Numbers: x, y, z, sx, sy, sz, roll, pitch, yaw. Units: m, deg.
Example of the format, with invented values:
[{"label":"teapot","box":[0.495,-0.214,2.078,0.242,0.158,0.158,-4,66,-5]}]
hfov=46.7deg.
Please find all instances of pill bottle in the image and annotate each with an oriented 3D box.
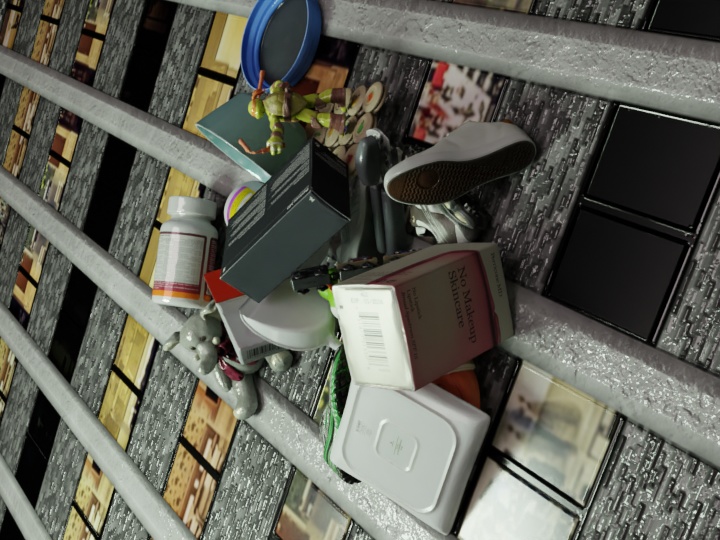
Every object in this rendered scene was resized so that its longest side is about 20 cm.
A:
[{"label":"pill bottle","box":[-0.136,-0.071,1.370,0.200,0.104,0.105,33,107,46]},{"label":"pill bottle","box":[-0.326,-0.033,1.565,0.109,0.109,0.202,0,82,47]}]

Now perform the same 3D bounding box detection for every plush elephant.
[{"label":"plush elephant","box":[-0.233,0.127,1.398,0.165,0.154,0.201,-46,52,31]}]

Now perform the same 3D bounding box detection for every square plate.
[{"label":"square plate","box":[0.052,0.224,1.081,0.197,0.028,0.201,27,119,24]}]

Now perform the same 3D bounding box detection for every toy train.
[{"label":"toy train","box":[0.000,0.000,1.172,0.046,0.198,0.034,-116,17,-70]}]

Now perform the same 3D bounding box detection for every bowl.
[{"label":"bowl","box":[-0.142,-0.416,1.493,0.200,0.039,0.202,-12,73,46]},{"label":"bowl","box":[-0.164,-0.220,1.389,0.105,0.201,0.200,-53,44,-4]}]

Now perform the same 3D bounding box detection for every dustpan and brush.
[{"label":"dustpan and brush","box":[-0.066,0.083,1.239,0.199,0.140,0.057,29,139,13]}]

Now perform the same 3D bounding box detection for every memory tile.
[{"label":"memory tile","box":[-0.030,-0.216,1.301,0.200,0.017,0.154,8,78,62]}]

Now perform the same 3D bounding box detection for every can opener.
[{"label":"can opener","box":[0.027,-0.105,1.170,0.053,0.066,0.201,35,145,47]}]

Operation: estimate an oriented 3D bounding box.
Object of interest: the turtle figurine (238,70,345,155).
[{"label":"turtle figurine","box":[-0.102,-0.253,1.266,0.065,0.160,0.201,92,178,-46]}]

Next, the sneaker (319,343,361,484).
[{"label":"sneaker","box":[-0.029,0.202,1.207,0.085,0.078,0.202,14,103,51]}]

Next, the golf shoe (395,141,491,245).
[{"label":"golf shoe","box":[0.090,-0.100,1.152,0.095,0.077,0.200,-54,47,25]}]

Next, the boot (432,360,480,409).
[{"label":"boot","box":[0.074,0.194,1.107,0.199,0.075,0.108,-29,69,31]}]

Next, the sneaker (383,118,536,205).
[{"label":"sneaker","box":[0.119,-0.144,1.078,0.085,0.199,0.073,-113,10,-45]}]

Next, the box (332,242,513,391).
[{"label":"box","box":[0.081,0.051,1.020,0.109,0.199,0.129,-2,105,47]}]

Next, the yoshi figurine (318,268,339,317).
[{"label":"yoshi figurine","box":[0.025,0.066,1.198,0.200,0.112,0.112,41,153,29]}]

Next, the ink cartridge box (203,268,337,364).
[{"label":"ink cartridge box","box":[-0.148,0.040,1.322,0.057,0.162,0.201,97,150,-52]}]

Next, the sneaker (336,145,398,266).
[{"label":"sneaker","box":[0.003,-0.095,1.251,0.080,0.070,0.202,18,97,50]}]

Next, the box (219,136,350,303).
[{"label":"box","box":[-0.108,-0.071,1.194,0.200,0.079,0.142,-40,28,27]}]
